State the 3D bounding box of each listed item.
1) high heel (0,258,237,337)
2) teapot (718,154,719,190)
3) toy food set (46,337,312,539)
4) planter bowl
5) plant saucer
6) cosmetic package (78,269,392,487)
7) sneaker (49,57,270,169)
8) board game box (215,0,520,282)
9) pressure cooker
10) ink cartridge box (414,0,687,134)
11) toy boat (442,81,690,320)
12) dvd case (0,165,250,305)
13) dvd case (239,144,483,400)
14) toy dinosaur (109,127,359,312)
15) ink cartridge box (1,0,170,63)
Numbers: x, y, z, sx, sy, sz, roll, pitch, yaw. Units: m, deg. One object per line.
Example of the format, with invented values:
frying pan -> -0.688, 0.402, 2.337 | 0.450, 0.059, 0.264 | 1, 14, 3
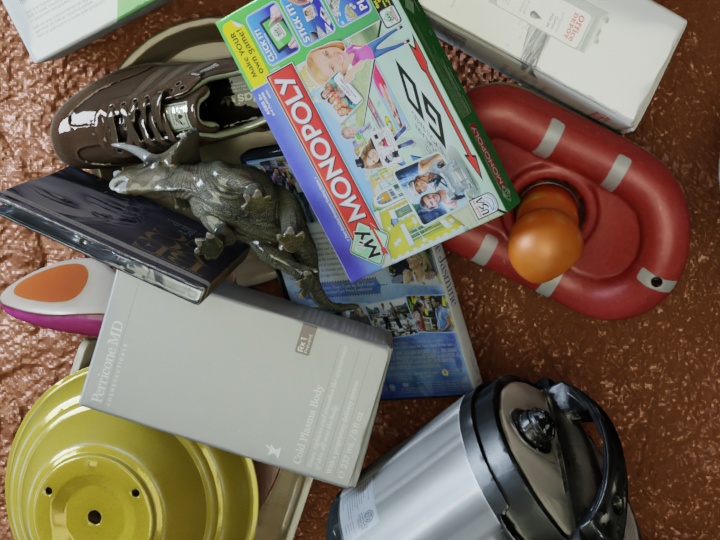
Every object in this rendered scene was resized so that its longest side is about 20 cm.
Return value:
high heel -> -0.171, 0.046, 1.397 | 0.198, 0.068, 0.097 | 3, 132, 21
teapot -> 0.352, -0.057, 1.298 | 0.198, 0.146, 0.199 | -5, 64, 24
toy food set -> -0.137, 0.149, 1.404 | 0.198, 0.060, 0.145 | 19, 99, 2
planter bowl -> -0.180, 0.170, 1.350 | 0.199, 0.083, 0.202 | 1, 95, 13
plant saucer -> -0.101, -0.087, 1.386 | 0.198, 0.029, 0.202 | 1, 97, 4
cosmetic package -> -0.085, 0.067, 1.298 | 0.198, 0.090, 0.108 | 15, 96, -3
sneaker -> -0.133, -0.118, 1.332 | 0.198, 0.076, 0.071 | -15, 97, 6
board game box -> 0.004, -0.106, 1.246 | 0.134, 0.029, 0.201 | -24, 98, 31
pressure cooker -> 0.098, 0.173, 1.279 | 0.200, 0.178, 0.177 | -39, 72, 21
ink cartridge box -> 0.115, -0.178, 1.295 | 0.199, 0.147, 0.083 | 29, 93, 0
toy boat -> 0.131, -0.033, 1.286 | 0.199, 0.131, 0.131 | 25, 119, -5
dvd case -> -0.158, -0.029, 1.283 | 0.148, 0.200, 0.016 | 24, 100, 1
dvd case -> 0.000, 0.000, 1.335 | 0.142, 0.018, 0.201 | -5, 110, 36
toy dinosaur -> -0.071, -0.040, 1.292 | 0.199, 0.103, 0.077 | 23, 115, -27
ink cartridge box -> -0.210, -0.271, 1.342 | 0.145, 0.088, 0.201 | -27, 96, 7
